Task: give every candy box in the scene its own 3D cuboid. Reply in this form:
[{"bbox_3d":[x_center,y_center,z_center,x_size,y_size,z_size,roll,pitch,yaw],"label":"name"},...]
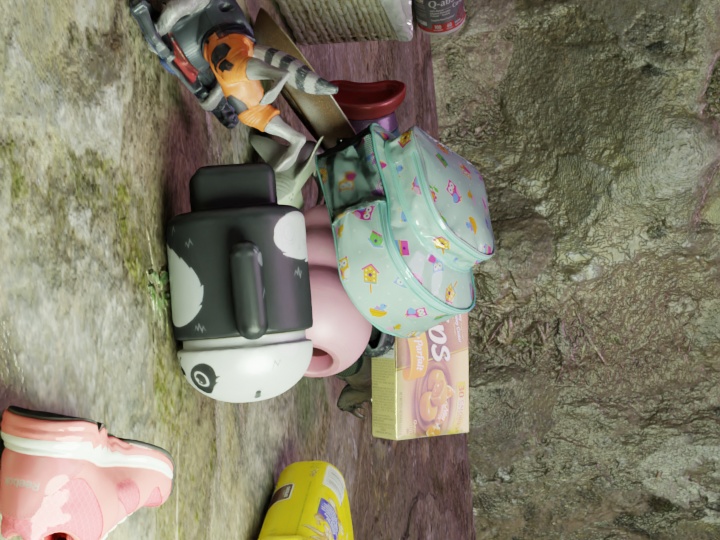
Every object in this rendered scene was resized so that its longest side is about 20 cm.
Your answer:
[{"bbox_3d":[0.072,0.098,1.732,0.114,0.055,0.203,-1,90,-36],"label":"candy box"}]

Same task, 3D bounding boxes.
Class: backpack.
[{"bbox_3d":[0.052,-0.038,1.499,0.175,0.152,0.203,29,51,-49],"label":"backpack"}]

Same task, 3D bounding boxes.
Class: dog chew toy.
[{"bbox_3d":[-0.043,0.014,1.565,0.125,0.123,0.202,73,19,-51],"label":"dog chew toy"}]

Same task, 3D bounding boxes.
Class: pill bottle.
[{"bbox_3d":[0.170,-0.643,3.238,0.117,0.114,0.201,-85,166,-45],"label":"pill bottle"}]

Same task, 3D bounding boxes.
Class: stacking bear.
[{"bbox_3d":[0.004,-0.157,2.040,0.114,0.120,0.203,-80,170,-64],"label":"stacking bear"}]

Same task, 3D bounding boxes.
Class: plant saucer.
[{"bbox_3d":[-0.066,-0.202,1.612,0.201,0.037,0.200,53,-2,2],"label":"plant saucer"}]

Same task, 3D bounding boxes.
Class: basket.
[{"bbox_3d":[-0.025,-0.408,1.806,0.200,0.158,0.201,55,31,-73],"label":"basket"}]

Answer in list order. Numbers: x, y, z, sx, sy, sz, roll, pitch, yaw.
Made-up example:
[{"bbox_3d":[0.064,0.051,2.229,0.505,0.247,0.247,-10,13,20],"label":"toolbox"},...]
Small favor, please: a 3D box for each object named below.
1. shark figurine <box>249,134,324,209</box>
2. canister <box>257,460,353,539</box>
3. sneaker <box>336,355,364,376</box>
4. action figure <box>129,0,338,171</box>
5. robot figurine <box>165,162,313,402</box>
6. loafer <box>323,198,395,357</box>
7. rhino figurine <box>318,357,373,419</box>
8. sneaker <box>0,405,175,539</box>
[{"bbox_3d":[-0.083,-0.123,1.591,0.129,0.089,0.215,-63,174,23],"label":"shark figurine"},{"bbox_3d":[-0.058,0.303,1.475,0.200,0.085,0.151,-72,155,-70],"label":"canister"},{"bbox_3d":[-0.047,0.087,1.689,0.200,0.075,0.115,69,20,-50],"label":"sneaker"},{"bbox_3d":[-0.107,-0.180,1.251,0.194,0.104,0.200,51,1,24],"label":"action figure"},{"bbox_3d":[-0.106,0.012,1.232,0.150,0.123,0.203,-3,88,-63],"label":"robot figurine"},{"bbox_3d":[0.000,0.000,1.656,0.070,0.067,0.203,66,11,-86],"label":"loafer"},{"bbox_3d":[-0.012,0.118,1.834,0.060,0.086,0.202,-82,164,-53],"label":"rhino figurine"},{"bbox_3d":[-0.181,0.144,0.917,0.200,0.073,0.088,47,52,-69],"label":"sneaker"}]
